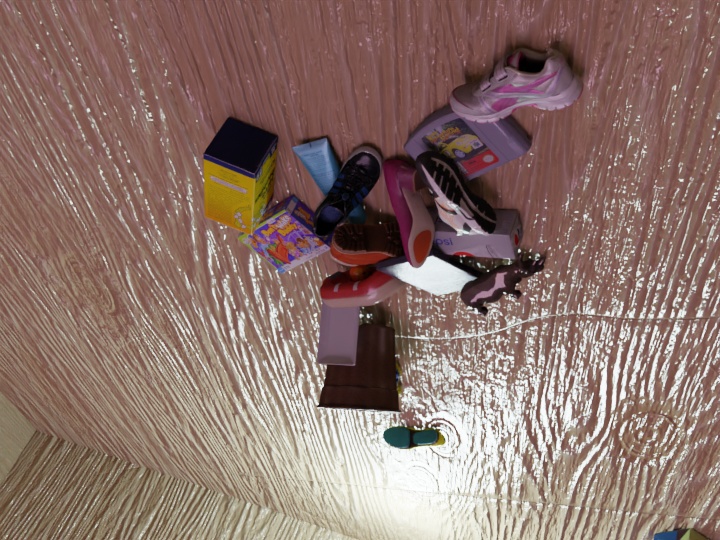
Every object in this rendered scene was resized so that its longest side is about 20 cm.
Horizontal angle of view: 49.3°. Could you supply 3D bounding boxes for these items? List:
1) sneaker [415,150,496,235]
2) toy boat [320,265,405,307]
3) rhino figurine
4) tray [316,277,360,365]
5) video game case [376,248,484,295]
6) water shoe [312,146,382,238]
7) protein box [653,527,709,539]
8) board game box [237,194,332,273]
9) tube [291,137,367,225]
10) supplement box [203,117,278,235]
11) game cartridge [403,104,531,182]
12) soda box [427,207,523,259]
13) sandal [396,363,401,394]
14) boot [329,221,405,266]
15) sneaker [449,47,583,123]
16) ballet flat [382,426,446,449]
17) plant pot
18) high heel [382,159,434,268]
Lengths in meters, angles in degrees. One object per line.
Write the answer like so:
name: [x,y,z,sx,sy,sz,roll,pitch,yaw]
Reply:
sneaker: [0.150,-0.124,1.359,0.080,0.074,0.200,-11,132,45]
toy boat: [0.000,0.000,1.667,0.199,0.130,0.131,-7,106,38]
rhino figurine: [0.279,0.022,1.526,0.087,0.060,0.200,21,138,-40]
tray: [-0.043,0.115,1.785,0.107,0.201,0.022,-1,169,34]
video game case: [0.149,0.006,1.574,0.143,0.019,0.200,-14,155,41]
water shoe: [-0.023,-0.138,1.458,0.071,0.079,0.200,28,125,-12]
protein box: [0.915,0.851,2.151,0.200,0.199,0.135,32,146,-12]
board game box: [-0.161,-0.075,1.709,0.134,0.045,0.200,40,144,-21]
tube: [-0.053,-0.167,1.517,0.077,0.051,0.200,-14,129,24]
supplement box: [-0.238,-0.183,1.554,0.109,0.109,0.200,22,147,4]
game cartridge: [0.170,-0.216,1.318,0.133,0.041,0.200,44,142,-20]
soda box: [0.198,-0.071,1.469,0.199,0.064,0.068,5,142,27]
sandal: [0.062,0.299,2.044,0.079,0.087,0.200,11,142,23]
boot: [0.034,-0.046,1.575,0.199,0.075,0.107,5,158,-12]
sneaker: [0.222,-0.283,1.161,0.199,0.082,0.088,-7,134,27]
ballet flat: [0.159,0.487,2.265,0.199,0.067,0.067,-8,156,37]
plant pot: [0.002,0.230,1.844,0.199,0.199,0.200,4,170,1]
high heel: [0.084,-0.106,1.447,0.096,0.067,0.201,26,124,48]
